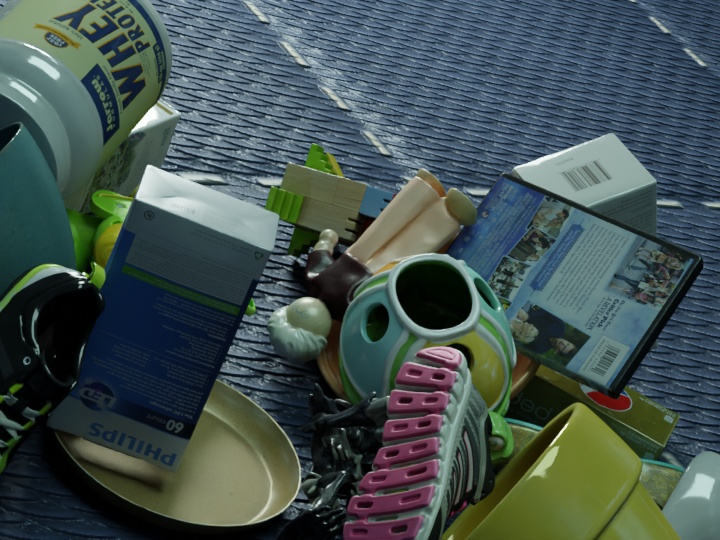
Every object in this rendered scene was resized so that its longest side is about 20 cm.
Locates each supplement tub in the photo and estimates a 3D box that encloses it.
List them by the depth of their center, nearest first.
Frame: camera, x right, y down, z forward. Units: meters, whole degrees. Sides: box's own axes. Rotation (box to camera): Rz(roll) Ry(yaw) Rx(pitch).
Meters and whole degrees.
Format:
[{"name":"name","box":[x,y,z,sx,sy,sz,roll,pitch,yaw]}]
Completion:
[{"name":"supplement tub","box":[-0.251,-0.141,1.728,0.145,0.145,0.200,27,39,4]}]

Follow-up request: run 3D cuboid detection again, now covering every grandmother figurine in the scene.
[{"name":"grandmother figurine","box":[0.000,0.000,1.802,0.121,0.200,0.061,29,-23,48]}]

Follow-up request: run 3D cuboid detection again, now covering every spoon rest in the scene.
[{"name":"spoon rest","box":[0.265,0.219,1.746,0.060,0.100,0.200,-6,20,31]}]

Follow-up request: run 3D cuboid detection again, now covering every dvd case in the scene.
[{"name":"dvd case","box":[0.163,0.009,1.786,0.200,0.018,0.143,25,67,29]}]

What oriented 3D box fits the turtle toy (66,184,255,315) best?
[{"name":"turtle toy","box":[-0.178,-0.004,1.749,0.199,0.101,0.146,25,25,0]}]

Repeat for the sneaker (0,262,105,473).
[{"name":"sneaker","box":[-0.237,0.077,1.466,0.072,0.200,0.083,37,-19,-33]}]

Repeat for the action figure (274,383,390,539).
[{"name":"action figure","box":[0.002,0.156,1.602,0.102,0.119,0.200,-12,26,19]}]

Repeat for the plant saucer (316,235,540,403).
[{"name":"plant saucer","box":[0.061,0.056,1.816,0.199,0.038,0.201,-6,50,8]}]

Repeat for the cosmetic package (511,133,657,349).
[{"name":"cosmetic package","box":[0.202,-0.007,1.934,0.107,0.200,0.085,-19,43,-16]}]

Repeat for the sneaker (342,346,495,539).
[{"name":"sneaker","box":[0.050,0.154,1.518,0.087,0.074,0.200,50,43,-36]}]

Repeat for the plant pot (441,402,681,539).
[{"name":"plant pot","box":[0.154,0.229,1.529,0.189,0.201,0.201,44,29,3]}]

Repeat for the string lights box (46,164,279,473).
[{"name":"string lights box","box":[-0.141,0.037,1.539,0.102,0.200,0.059,21,28,-8]}]

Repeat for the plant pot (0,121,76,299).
[{"name":"plant pot","box":[-0.285,0.006,1.583,0.135,0.200,0.200,53,23,-14]}]

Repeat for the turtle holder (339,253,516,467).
[{"name":"turtle holder","box":[0.052,0.072,1.681,0.140,0.132,0.186,7,53,1]}]

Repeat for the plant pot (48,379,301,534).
[{"name":"plant pot","box":[-0.141,0.134,1.617,0.199,0.028,0.200,19,28,-11]}]

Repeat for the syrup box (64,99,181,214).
[{"name":"syrup box","box":[-0.249,-0.104,1.894,0.081,0.079,0.200,33,28,15]}]

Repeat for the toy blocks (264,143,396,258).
[{"name":"toy blocks","box":[0.010,-0.044,1.933,0.136,0.100,0.200,17,-2,16]}]

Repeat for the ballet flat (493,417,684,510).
[{"name":"ballet flat","box":[0.178,0.173,1.776,0.199,0.071,0.071,16,28,-12]}]

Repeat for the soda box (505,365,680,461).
[{"name":"soda box","box":[0.168,0.113,1.865,0.200,0.064,0.068,28,28,9]}]
